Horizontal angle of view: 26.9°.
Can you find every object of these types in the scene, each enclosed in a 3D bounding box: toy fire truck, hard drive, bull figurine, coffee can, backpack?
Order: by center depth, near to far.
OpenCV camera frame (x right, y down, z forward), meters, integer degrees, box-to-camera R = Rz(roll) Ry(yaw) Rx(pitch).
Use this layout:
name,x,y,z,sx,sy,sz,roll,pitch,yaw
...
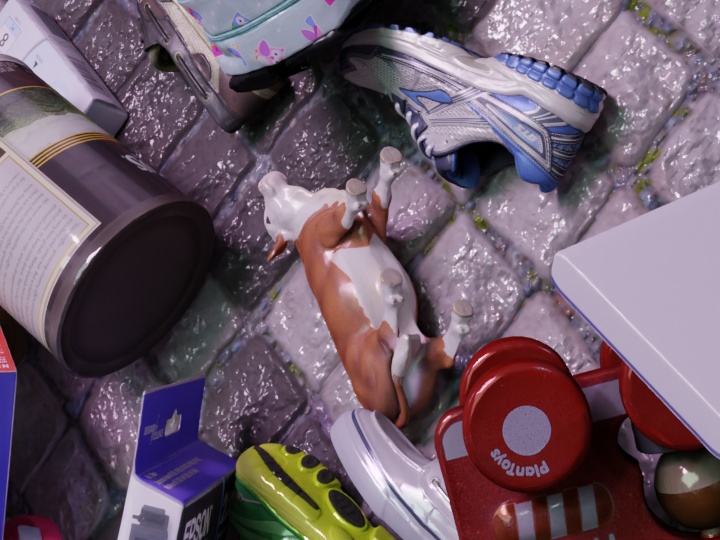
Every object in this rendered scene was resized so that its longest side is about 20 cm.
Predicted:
name,x,y,z,sx,sy,sz,roll,pitch,yaw
hard drive,0.212,0.004,0.746,0.132,0.198,0.026,49,150,35
toy fire truck,0.140,0.113,0.799,0.198,0.112,0.170,-14,94,3
bull figurine,0.000,0.000,0.963,0.201,0.065,0.122,62,147,24
backpack,-0.048,-0.206,0.984,0.166,0.127,0.201,-27,20,32
coffee can,-0.223,-0.041,1.075,0.199,0.146,0.147,38,101,23

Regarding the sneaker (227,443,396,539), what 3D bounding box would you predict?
name,x,y,z,sx,sy,sz,roll,pitch,yaw
sneaker,-0.017,0.196,0.938,0.200,0.073,0.084,49,129,36

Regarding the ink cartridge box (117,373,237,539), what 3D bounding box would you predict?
name,x,y,z,sx,sy,sz,roll,pitch,yaw
ink cartridge box,-0.115,0.170,0.924,0.043,0.198,0.203,10,91,4

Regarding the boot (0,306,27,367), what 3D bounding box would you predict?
name,x,y,z,sx,sy,sz,roll,pitch,yaw
boot,-0.359,0.017,1.231,0.073,0.200,0.155,-49,7,-24

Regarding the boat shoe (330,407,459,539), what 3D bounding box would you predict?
name,x,y,z,sx,sy,sz,roll,pitch,yaw
boat shoe,0.064,0.146,0.886,0.067,0.073,0.200,-46,67,11

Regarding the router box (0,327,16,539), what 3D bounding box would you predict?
name,x,y,z,sx,sy,sz,roll,pitch,yaw
router box,-0.293,0.120,1.085,0.180,0.048,0.202,-133,48,-58

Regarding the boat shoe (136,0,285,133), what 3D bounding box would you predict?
name,x,y,z,sx,sy,sz,roll,pitch,yaw
boat shoe,-0.135,-0.178,1.124,0.066,0.072,0.201,-49,58,9

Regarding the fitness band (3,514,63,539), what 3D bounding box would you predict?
name,x,y,z,sx,sy,sz,roll,pitch,yaw
fitness band,-0.244,0.267,1.066,0.144,0.037,0.201,-58,33,33

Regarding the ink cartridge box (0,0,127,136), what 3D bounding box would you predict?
name,x,y,z,sx,sy,sz,roll,pitch,yaw
ink cartridge box,-0.295,-0.101,1.239,0.201,0.047,0.160,-51,54,12

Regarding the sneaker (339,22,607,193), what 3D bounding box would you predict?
name,x,y,z,sx,sy,sz,roll,pitch,yaw
sneaker,0.055,-0.101,0.955,0.199,0.077,0.086,21,94,40
